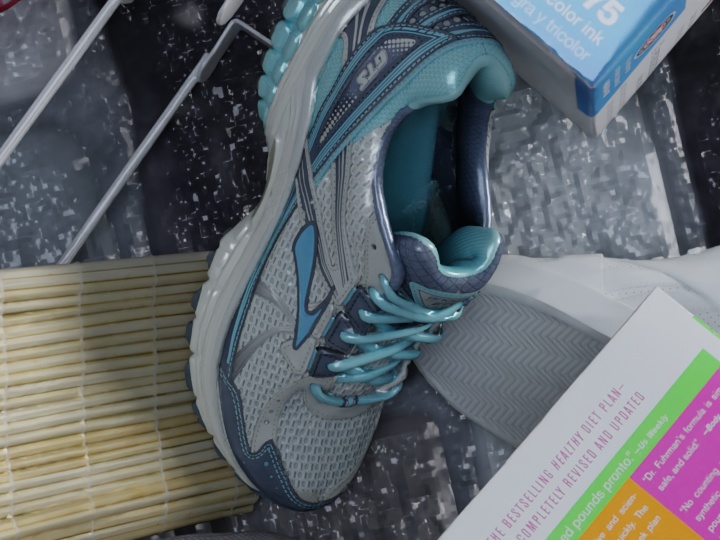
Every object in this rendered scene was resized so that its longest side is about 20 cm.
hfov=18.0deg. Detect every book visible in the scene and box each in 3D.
[{"bbox_3d":[0.125,0.116,0.675,0.200,0.048,0.134,40,75,11],"label":"book"}]

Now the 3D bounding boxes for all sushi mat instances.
[{"bbox_3d":[-0.090,0.045,0.744,0.012,0.200,0.096,-4,91,30],"label":"sushi mat"}]

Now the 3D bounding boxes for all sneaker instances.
[{"bbox_3d":[0.120,0.016,0.788,0.199,0.116,0.074,13,130,33],"label":"sneaker"},{"bbox_3d":[0.000,0.000,0.755,0.086,0.077,0.201,33,123,41],"label":"sneaker"}]

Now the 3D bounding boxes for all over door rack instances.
[{"bbox_3d":[-0.115,-0.034,0.768,0.200,0.148,0.067,-43,81,1],"label":"over door rack"}]

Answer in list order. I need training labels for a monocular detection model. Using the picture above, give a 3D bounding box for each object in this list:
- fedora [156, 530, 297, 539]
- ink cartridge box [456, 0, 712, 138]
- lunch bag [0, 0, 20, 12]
[{"bbox_3d":[-0.055,0.151,0.770,0.200,0.177,0.090,-35,50,-15],"label":"fedora"},{"bbox_3d":[0.089,-0.172,0.756,0.146,0.147,0.200,41,92,7],"label":"ink cartridge box"},{"bbox_3d":[-0.132,-0.181,0.757,0.082,0.200,0.177,30,84,-32],"label":"lunch bag"}]
